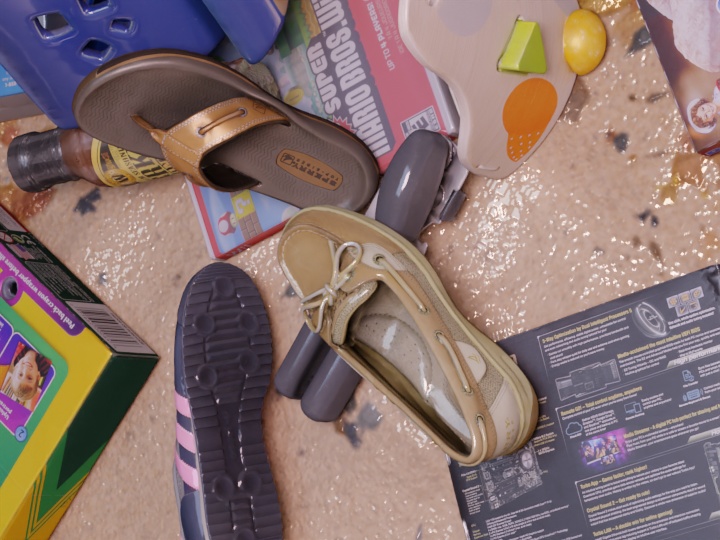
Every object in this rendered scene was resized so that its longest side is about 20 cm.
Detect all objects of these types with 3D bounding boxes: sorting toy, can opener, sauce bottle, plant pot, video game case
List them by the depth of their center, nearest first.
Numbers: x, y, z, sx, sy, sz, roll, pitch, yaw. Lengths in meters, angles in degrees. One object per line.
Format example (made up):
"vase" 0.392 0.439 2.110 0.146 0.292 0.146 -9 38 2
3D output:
"sorting toy" 0.049 -0.175 1.141 0.106 0.179 0.202 -28 72 25
"can opener" 0.000 0.000 1.214 0.053 0.067 0.201 37 104 32
"plant pot" -0.146 -0.234 1.226 0.178 0.200 0.202 -10 51 22
"video game case" -0.038 -0.112 1.279 0.199 0.017 0.144 -27 73 26
"sauce bottle" -0.147 -0.090 1.296 0.198 0.064 0.065 -13 79 31

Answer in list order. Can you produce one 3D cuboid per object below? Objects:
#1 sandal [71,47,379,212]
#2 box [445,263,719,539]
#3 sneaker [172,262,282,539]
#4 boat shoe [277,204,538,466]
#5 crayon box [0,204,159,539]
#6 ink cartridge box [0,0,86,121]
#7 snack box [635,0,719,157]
"sandal" -0.081 -0.075 1.203 0.082 0.198 0.055 -55 19 34
"box" 0.147 0.104 1.133 0.199 0.043 0.162 -22 74 27
"sneaker" -0.099 0.099 1.265 0.082 0.070 0.202 -23 67 58
"boat shoe" 0.017 0.036 1.143 0.201 0.063 0.073 47 121 20
"crayon box" -0.260 0.070 1.367 0.200 0.058 0.173 41 106 28
"ink cartridge box" -0.249 -0.215 1.384 0.114 0.068 0.202 -6 82 29
"snack box" 0.197 -0.172 1.144 0.071 0.024 0.202 -26 72 24
